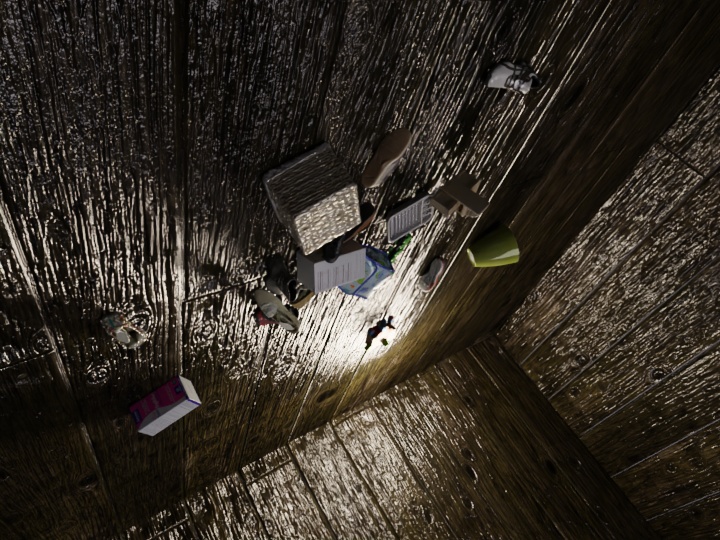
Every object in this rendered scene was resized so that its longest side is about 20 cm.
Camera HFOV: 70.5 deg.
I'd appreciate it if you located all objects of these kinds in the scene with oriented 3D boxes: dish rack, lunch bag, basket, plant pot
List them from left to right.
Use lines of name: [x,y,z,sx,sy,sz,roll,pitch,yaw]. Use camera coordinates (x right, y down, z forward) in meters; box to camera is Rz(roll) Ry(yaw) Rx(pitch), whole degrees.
basket: [-0.121,-0.181,1.324,0.199,0.161,0.199,-30,155,-11]
lunch bag: [0.000,0.000,1.837,0.199,0.128,0.170,24,120,-43]
dish rack: [0.169,-0.195,1.801,0.199,0.044,0.172,-32,155,-12]
plant pot: [0.616,-0.096,2.414,0.198,0.188,0.187,-19,153,-1]

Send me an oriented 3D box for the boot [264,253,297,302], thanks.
boot: [-0.244,0.052,1.590,0.067,0.131,0.201,-25,152,-21]

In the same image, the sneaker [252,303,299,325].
sneaker: [-0.283,0.150,1.748,0.097,0.071,0.200,-16,166,27]

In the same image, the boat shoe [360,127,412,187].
boat shoe: [0.079,-0.320,1.454,0.200,0.072,0.065,-52,163,23]

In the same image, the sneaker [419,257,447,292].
sneaker: [0.346,0.021,2.358,0.082,0.077,0.201,-20,151,-43]

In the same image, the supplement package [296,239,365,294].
supplement package: [-0.094,-0.020,1.645,0.199,0.113,0.110,-19,124,-34]

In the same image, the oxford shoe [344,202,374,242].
oxford shoe: [-0.032,-0.130,1.628,0.199,0.071,0.071,-35,160,-6]

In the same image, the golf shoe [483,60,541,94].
golf shoe: [0.450,-0.560,1.487,0.199,0.095,0.078,-21,152,-27]

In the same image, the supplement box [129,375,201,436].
supplement box: [-0.681,0.472,1.779,0.199,0.101,0.104,-34,154,-6]

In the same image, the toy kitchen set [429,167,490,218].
toy kitchen set: [0.357,-0.214,1.811,0.200,0.163,0.181,-42,159,-27]

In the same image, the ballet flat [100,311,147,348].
ballet flat: [-0.636,0.176,1.381,0.075,0.064,0.200,-33,155,-9]

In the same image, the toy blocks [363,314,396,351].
toy blocks: [0.104,0.300,2.517,0.199,0.100,0.137,-20,138,-33]

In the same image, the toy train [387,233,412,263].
toy train: [0.136,-0.071,1.975,0.056,0.042,0.201,-23,153,-49]

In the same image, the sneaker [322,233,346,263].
sneaker: [-0.066,-0.126,1.524,0.104,0.060,0.201,128,-20,-78]

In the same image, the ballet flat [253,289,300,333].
ballet flat: [-0.271,0.139,1.663,0.069,0.070,0.200,-41,117,10]

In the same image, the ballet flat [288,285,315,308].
ballet flat: [-0.178,0.061,1.770,0.063,0.069,0.200,19,120,-44]
